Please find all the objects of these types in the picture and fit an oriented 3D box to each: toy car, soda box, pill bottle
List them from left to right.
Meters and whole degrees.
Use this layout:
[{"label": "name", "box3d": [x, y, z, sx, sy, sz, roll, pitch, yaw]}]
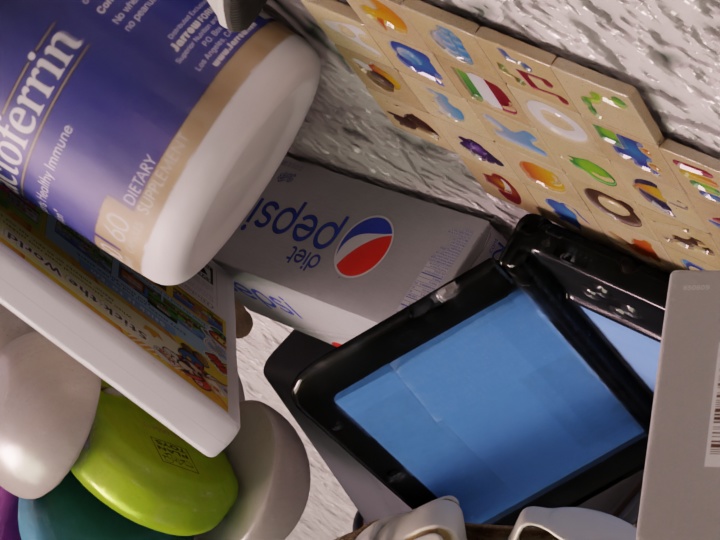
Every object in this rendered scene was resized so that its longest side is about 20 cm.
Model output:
[{"label": "pill bottle", "box3d": [-0.126, -0.091, 1.019, 0.200, 0.116, 0.116, 33, 168, 6]}, {"label": "toy car", "box3d": [-0.138, 0.100, 1.269, 0.175, 0.150, 0.200, 23, -170, -32]}, {"label": "soda box", "box3d": [0.000, 0.000, 1.175, 0.200, 0.063, 0.068, 20, 163, 50]}]

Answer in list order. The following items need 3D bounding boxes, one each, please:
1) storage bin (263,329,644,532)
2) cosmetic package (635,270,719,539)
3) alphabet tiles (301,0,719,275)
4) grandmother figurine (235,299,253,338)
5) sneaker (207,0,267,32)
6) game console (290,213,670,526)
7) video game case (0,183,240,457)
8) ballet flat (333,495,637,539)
[{"label": "storage bin", "box3d": [0.040, 0.083, 1.262, 0.134, 0.146, 0.200, 51, 162, -24]}, {"label": "cosmetic package", "box3d": [0.166, 0.085, 0.919, 0.090, 0.107, 0.200, -1, 156, 24]}, {"label": "alphabet tiles", "box3d": [0.071, -0.046, 0.936, 0.200, 0.006, 0.166, 26, 167, 34]}, {"label": "grandmother figurine", "box3d": [-0.105, -0.009, 1.334, 0.121, 0.061, 0.200, 57, -174, -1]}, {"label": "sneaker", "box3d": [-0.074, -0.139, 0.779, 0.115, 0.076, 0.201, 31, 171, 3]}, {"label": "game console", "box3d": [0.101, 0.075, 1.062, 0.176, 0.116, 0.200, 26, 169, 36]}, {"label": "video game case", "box3d": [-0.135, -0.018, 1.087, 0.200, 0.023, 0.182, 38, -167, -15]}, {"label": "ballet flat", "box3d": [0.058, 0.127, 1.107, 0.200, 0.071, 0.065, 1, 126, 7]}]
